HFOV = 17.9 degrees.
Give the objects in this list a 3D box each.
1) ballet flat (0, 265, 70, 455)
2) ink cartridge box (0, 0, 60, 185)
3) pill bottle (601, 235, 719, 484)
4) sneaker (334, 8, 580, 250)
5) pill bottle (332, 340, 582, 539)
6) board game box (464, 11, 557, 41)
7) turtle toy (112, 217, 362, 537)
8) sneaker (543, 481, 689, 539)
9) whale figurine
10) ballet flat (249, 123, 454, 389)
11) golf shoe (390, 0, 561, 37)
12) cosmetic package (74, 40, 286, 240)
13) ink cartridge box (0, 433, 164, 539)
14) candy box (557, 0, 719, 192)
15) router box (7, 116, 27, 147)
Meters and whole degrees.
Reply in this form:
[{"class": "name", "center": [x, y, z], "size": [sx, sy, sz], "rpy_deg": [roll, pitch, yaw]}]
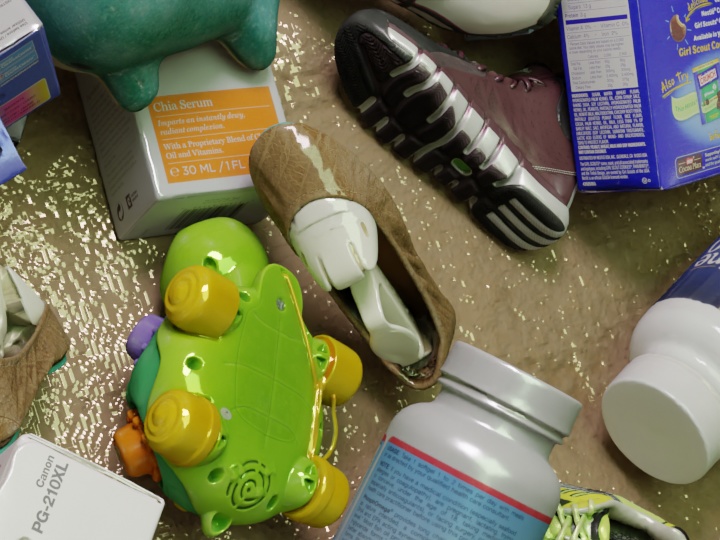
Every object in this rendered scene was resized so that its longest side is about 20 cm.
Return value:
[{"class": "ballet flat", "center": [-0.198, 0.039, 1.216], "size": [0.067, 0.200, 0.073], "rpy_deg": [-12, 105, 7]}, {"class": "ink cartridge box", "center": [-0.251, -0.122, 1.199], "size": [0.136, 0.076, 0.200], "rpy_deg": [-33, 67, -13]}, {"class": "pill bottle", "center": [0.245, 0.045, 1.484], "size": [0.111, 0.111, 0.200], "rpy_deg": [49, 57, -2]}, {"class": "sneaker", "center": [0.074, -0.115, 1.489], "size": [0.200, 0.075, 0.116], "rpy_deg": [46, 51, -17]}, {"class": "pill bottle", "center": [0.046, 0.148, 1.301], "size": [0.108, 0.109, 0.201], "rpy_deg": [27, 88, -15]}, {"class": "board game box", "center": [0.118, -0.256, 1.525], "size": [0.200, 0.061, 0.201], "rpy_deg": [-51, 121, -32]}, {"class": "turtle toy", "center": [-0.079, 0.059, 1.315], "size": [0.145, 0.101, 0.202], "rpy_deg": [31, 54, -40]}, {"class": "sneaker", "center": [0.110, 0.153, 1.393], "size": [0.198, 0.076, 0.076], "rpy_deg": [11, 68, -21]}, {"class": "whale figurine", "center": [-0.107, -0.168, 1.287], "size": [0.199, 0.103, 0.161], "rpy_deg": [13, 84, -43]}, {"class": "ballet flat", "center": [0.000, 0.000, 1.347], "size": [0.073, 0.067, 0.201], "rpy_deg": [-98, 160, -49]}, {"class": "golf shoe", "center": [0.030, -0.195, 1.444], "size": [0.198, 0.078, 0.088], "rpy_deg": [19, 16, 12]}, {"class": "cosmetic package", "center": [-0.115, -0.128, 1.388], "size": [0.101, 0.071, 0.202], "rpy_deg": [-9, 74, -30]}, {"class": "ink cartridge box", "center": [-0.189, 0.185, 1.150], "size": [0.084, 0.200, 0.146], "rpy_deg": [27, 61, -16]}, {"class": "candy box", "center": [0.205, -0.164, 1.506], "size": [0.168, 0.077, 0.202], "rpy_deg": [-15, 102, -47]}, {"class": "router box", "center": [-0.246, -0.186, 1.309], "size": [0.156, 0.052, 0.202], "rpy_deg": [15, 81, -12]}]
